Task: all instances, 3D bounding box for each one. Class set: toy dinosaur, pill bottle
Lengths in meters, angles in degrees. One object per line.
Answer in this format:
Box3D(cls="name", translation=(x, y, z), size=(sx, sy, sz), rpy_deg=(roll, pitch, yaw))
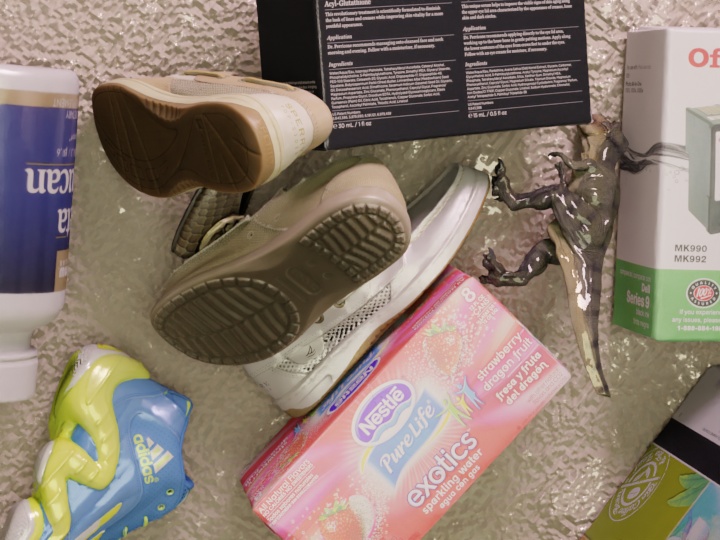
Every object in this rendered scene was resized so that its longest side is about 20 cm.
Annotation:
Box3D(cls="toy dinosaur", translation=(0.123, -0.023, 1.184), size=(0.087, 0.048, 0.201), rpy_deg=(9, 66, -3))
Box3D(cls="pill bottle", translation=(-0.231, -0.025, 1.135), size=(0.110, 0.111, 0.202), rpy_deg=(4, 96, -9))

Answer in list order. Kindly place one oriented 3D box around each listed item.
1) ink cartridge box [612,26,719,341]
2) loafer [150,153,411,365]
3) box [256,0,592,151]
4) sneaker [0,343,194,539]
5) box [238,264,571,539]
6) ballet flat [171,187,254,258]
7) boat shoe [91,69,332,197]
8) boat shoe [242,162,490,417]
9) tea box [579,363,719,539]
Box3D(cls="ink cartridge box", translation=(0.248, -0.058, 1.222), size=(0.145, 0.084, 0.202), rpy_deg=(0, 96, -10))
Box3D(cls="loafer", translation=(-0.046, -0.006, 1.149), size=(0.199, 0.068, 0.076), rpy_deg=(-27, 120, 31))
Box3D(cls="box", translation=(0.040, -0.153, 1.150), size=(0.199, 0.079, 0.142), rpy_deg=(-8, 100, -31))
Box3D(cls="sneaker", translation=(-0.165, 0.153, 1.183), size=(0.104, 0.076, 0.201), rpy_deg=(21, 91, -11))
Box3D(cls="box", translation=(0.025, 0.101, 1.195), size=(0.095, 0.103, 0.200), rpy_deg=(44, 89, -11))
Box3D(cls="ballet flat", translation=(-0.050, -0.085, 1.183), size=(0.046, 0.067, 0.200), rpy_deg=(36, 83, -2))
Box3D(cls="boat shoe", translation=(-0.093, -0.086, 1.123), size=(0.065, 0.199, 0.073), rpy_deg=(-25, 109, -33))
Box3D(cls="boat shoe", translation=(0.000, 0.000, 1.195), size=(0.069, 0.071, 0.200), rpy_deg=(41, 90, -11))
Box3D(cls="tea box", translation=(0.247, 0.188, 1.189), size=(0.133, 0.200, 0.197), rpy_deg=(37, 89, -11))
